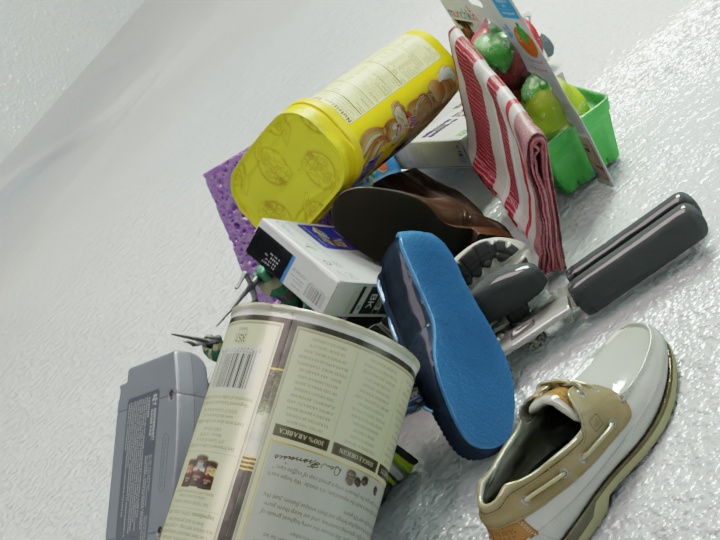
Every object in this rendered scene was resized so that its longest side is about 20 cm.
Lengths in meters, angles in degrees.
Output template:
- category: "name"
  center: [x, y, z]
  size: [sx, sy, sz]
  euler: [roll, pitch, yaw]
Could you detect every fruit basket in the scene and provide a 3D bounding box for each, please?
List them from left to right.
- category: "fruit basket"
  center: [0.138, -0.166, 1.247]
  size: [0.094, 0.200, 0.185]
  euler: [-42, 23, -4]

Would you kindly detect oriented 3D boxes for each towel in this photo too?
- category: "towel"
  center: [0.120, -0.105, 1.185]
  size: [0.023, 0.144, 0.200]
  euler: [-19, 38, -6]

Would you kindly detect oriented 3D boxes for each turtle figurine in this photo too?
- category: "turtle figurine"
  center: [-0.079, 0.052, 1.237]
  size: [0.150, 0.101, 0.200]
  euler: [-40, -2, 38]

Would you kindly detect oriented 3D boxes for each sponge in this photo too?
- category: "sponge"
  center: [-0.075, -0.028, 1.363]
  size: [0.111, 0.201, 0.030]
  euler: [-24, -3, 35]

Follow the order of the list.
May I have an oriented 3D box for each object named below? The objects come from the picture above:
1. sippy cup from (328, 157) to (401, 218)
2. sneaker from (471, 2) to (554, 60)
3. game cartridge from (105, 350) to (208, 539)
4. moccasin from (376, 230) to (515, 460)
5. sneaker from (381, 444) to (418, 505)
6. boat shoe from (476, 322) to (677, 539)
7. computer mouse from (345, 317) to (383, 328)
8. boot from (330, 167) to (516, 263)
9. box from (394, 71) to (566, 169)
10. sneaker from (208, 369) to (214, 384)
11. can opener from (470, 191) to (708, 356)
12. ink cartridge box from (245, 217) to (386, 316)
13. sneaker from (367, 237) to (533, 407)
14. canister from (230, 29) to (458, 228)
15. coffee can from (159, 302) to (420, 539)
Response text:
- category: "sippy cup"
  center: [-0.026, -0.076, 1.426]
  size: [0.130, 0.178, 0.140]
  euler: [-28, -12, -49]
- category: "sneaker"
  center: [0.164, -0.259, 1.556]
  size: [0.071, 0.073, 0.200]
  euler: [-31, 32, 3]
- category: "game cartridge"
  center: [-0.179, 0.177, 1.227]
  size: [0.133, 0.040, 0.201]
  euler: [-24, 59, 56]
- category: "moccasin"
  center: [0.065, 0.063, 1.077]
  size: [0.068, 0.080, 0.200]
  euler: [-53, 40, 41]
- category: "sneaker"
  center: [-0.052, 0.143, 1.115]
  size: [0.200, 0.074, 0.081]
  euler: [18, 69, 42]
- category: "boat shoe"
  center: [0.145, 0.103, 0.921]
  size: [0.075, 0.068, 0.200]
  euler: [-11, 38, 51]
- category: "computer mouse"
  center: [-0.022, 0.104, 1.207]
  size: [0.200, 0.059, 0.034]
  euler: [-51, 32, -18]
- category: "boot"
  center: [0.036, -0.059, 1.267]
  size: [0.064, 0.186, 0.200]
  euler: [-65, 23, 14]
- category: "box"
  center: [0.106, -0.153, 1.447]
  size: [0.144, 0.036, 0.200]
  euler: [-34, 20, -23]
- category: "sneaker"
  center: [-0.102, 0.124, 1.270]
  size: [0.077, 0.076, 0.200]
  euler: [-40, 24, 16]
- category: "can opener"
  center: [0.172, 0.002, 1.072]
  size: [0.200, 0.067, 0.053]
  euler: [-32, 18, 17]
- category: "ink cartridge box"
  center: [0.000, 0.000, 1.197]
  size: [0.099, 0.200, 0.039]
  euler: [38, 110, 31]
- category: "sneaker"
  center: [0.067, 0.049, 1.168]
  size: [0.200, 0.078, 0.080]
  euler: [-39, -3, 9]
- category: "canister"
  center: [-0.009, -0.127, 1.269]
  size: [0.200, 0.087, 0.149]
  euler: [-41, -3, -42]
- category: "coffee can"
  center: [-0.052, 0.142, 0.990]
  size: [0.146, 0.146, 0.201]
  euler: [-7, 62, 54]
